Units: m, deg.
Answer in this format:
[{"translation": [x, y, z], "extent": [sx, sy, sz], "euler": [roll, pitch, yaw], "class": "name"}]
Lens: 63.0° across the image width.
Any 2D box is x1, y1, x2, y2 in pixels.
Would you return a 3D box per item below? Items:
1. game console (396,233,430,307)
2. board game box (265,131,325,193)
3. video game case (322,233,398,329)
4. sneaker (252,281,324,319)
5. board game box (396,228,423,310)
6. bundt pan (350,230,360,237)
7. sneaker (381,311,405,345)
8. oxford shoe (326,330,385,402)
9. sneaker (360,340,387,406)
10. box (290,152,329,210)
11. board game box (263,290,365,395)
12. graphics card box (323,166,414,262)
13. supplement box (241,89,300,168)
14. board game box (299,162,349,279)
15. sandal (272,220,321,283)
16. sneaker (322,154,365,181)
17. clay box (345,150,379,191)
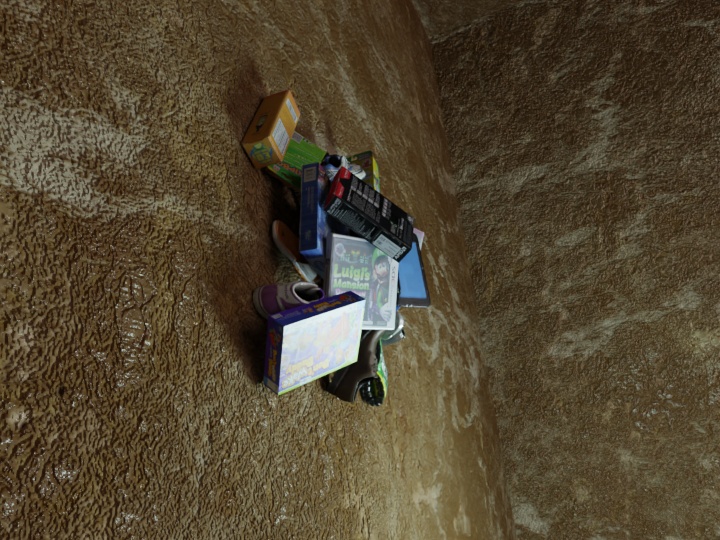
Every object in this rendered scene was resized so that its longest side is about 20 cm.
[{"translation": [0.109, -0.024, 1.394], "extent": [0.173, 0.117, 0.203], "euler": [101, -20, -70], "class": "game console"}, {"translation": [-0.140, -0.237, 1.286], "extent": [0.095, 0.030, 0.201], "euler": [32, 32, -11], "class": "board game box"}, {"translation": [0.004, 0.028, 1.200], "extent": [0.198, 0.023, 0.185], "euler": [6, 86, -44], "class": "video game case"}, {"translation": [-0.107, 0.075, 1.128], "extent": [0.200, 0.113, 0.074], "euler": [38, 41, -62], "class": "sneaker"}, {"translation": [0.096, 0.019, 1.571], "extent": [0.200, 0.043, 0.201], "euler": [126, -19, -58], "class": "board game box"}, {"translation": [0.000, 0.000, 1.334], "extent": [0.075, 0.202, 0.205], "euler": [11, 59, -23], "class": "bundt pan"}, {"translation": [0.081, 0.145, 1.492], "extent": [0.200, 0.081, 0.078], "euler": [137, -47, -65], "class": "sneaker"}, {"translation": [0.013, 0.199, 1.286], "extent": [0.202, 0.084, 0.073], "euler": [-59, 164, -16], "class": "oxford shoe"}, {"translation": [0.025, 0.229, 1.466], "extent": [0.085, 0.077, 0.204], "euler": [-31, 116, -76], "class": "sneaker"}, {"translation": [-0.095, -0.178, 1.413], "extent": [0.201, 0.049, 0.162], "euler": [-62, 134, -61], "class": "box"}, {"translation": [-0.081, 0.126, 1.066], "extent": [0.198, 0.044, 0.137], "euler": [-16, 122, -44], "class": "board game box"}, {"translation": [0.021, -0.117, 1.219], "extent": [0.199, 0.051, 0.126], "euler": [33, 33, -15], "class": "graphics card box"}, {"translation": [-0.183, -0.296, 1.221], "extent": [0.202, 0.066, 0.069], "euler": [-78, 151, -48], "class": "supplement box"}, {"translation": [-0.071, -0.087, 1.240], "extent": [0.199, 0.043, 0.203], "euler": [55, 30, -60], "class": "board game box"}, {"translation": [-0.116, -0.039, 1.249], "extent": [0.207, 0.058, 0.080], "euler": [49, 34, -53], "class": "sandal"}, {"translation": [-0.046, -0.242, 1.410], "extent": [0.086, 0.076, 0.200], "euler": [68, 21, -14], "class": "sneaker"}, {"translation": [-0.007, -0.219, 1.577], "extent": [0.048, 0.113, 0.203], "euler": [47, 36, -54], "class": "clay box"}]
